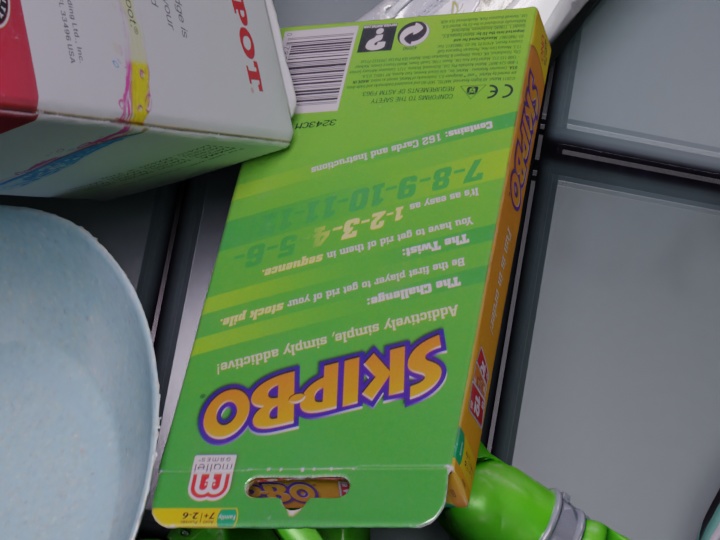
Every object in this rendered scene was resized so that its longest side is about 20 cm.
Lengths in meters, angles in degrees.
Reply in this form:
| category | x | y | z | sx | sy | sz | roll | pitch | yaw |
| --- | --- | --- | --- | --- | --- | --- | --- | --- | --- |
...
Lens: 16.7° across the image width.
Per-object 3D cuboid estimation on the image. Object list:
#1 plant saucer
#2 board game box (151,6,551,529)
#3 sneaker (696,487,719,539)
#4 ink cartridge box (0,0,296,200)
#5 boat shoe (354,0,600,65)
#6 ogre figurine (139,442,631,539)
| category | x | y | z | sx | sy | sz | roll | pitch | yaw |
| --- | --- | --- | --- | --- | --- | --- | --- | --- | --- |
| plant saucer | -0.135 | 0.077 | 0.796 | 0.200 | 0.039 | 0.202 | -18 | 56 | 28 |
| board game box | 0.000 | 0.000 | 0.779 | 0.095 | 0.030 | 0.201 | -3 | 50 | 21 |
| sneaker | 0.152 | 0.155 | 0.814 | 0.140 | 0.078 | 0.200 | 33 | 78 | 4 |
| ink cartridge box | -0.112 | -0.101 | 0.739 | 0.082 | 0.200 | 0.147 | -16 | 82 | 24 |
| boat shoe | 0.068 | -0.127 | 0.875 | 0.065 | 0.074 | 0.202 | 38 | 86 | 6 |
| ogre figurine | -0.009 | 0.113 | 0.804 | 0.199 | 0.098 | 0.120 | -32 | 92 | 4 |
